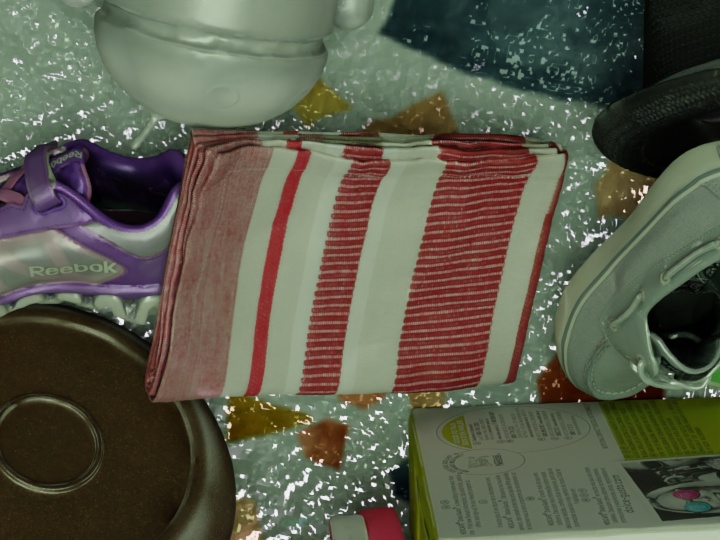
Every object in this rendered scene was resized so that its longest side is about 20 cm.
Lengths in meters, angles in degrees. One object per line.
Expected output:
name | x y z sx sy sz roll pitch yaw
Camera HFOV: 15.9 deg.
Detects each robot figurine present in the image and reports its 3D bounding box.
robot figurine | -0.063 -0.153 1.215 0.169 0.113 0.200 3 105 -29

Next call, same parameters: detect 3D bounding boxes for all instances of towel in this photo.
towel | 0.000 0.000 1.262 0.200 0.023 0.144 -1 120 -23

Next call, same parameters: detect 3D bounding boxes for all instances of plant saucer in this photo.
plant saucer | -0.153 0.090 1.240 0.200 0.200 0.032 16 139 -8

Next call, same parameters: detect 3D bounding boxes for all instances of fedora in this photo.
fedora | 0.207 -0.108 1.236 0.200 0.201 0.092 -5 76 -2

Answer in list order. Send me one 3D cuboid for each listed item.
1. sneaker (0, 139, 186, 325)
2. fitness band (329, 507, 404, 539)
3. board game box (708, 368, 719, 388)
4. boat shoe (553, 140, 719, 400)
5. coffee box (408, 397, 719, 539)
sneaker | -0.160 -0.024 1.247 0.200 0.081 0.089 -1 139 -8
fitness band | 0.010 0.205 1.270 0.037 0.200 0.144 -5 125 -2
board game box | 0.261 0.031 1.320 0.200 0.030 0.096 15 117 -6
boat shoe | 0.148 0.019 1.245 0.070 0.072 0.201 4 146 -18
coffee box | 0.125 0.186 1.272 0.197 0.200 0.200 -2 105 -2
